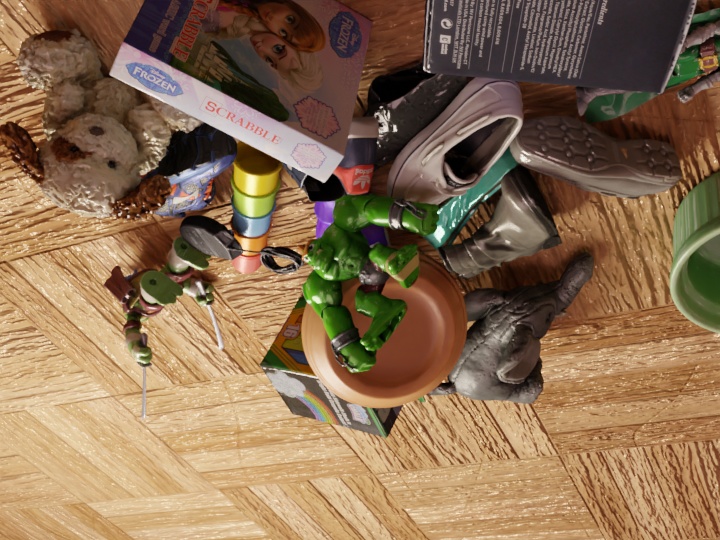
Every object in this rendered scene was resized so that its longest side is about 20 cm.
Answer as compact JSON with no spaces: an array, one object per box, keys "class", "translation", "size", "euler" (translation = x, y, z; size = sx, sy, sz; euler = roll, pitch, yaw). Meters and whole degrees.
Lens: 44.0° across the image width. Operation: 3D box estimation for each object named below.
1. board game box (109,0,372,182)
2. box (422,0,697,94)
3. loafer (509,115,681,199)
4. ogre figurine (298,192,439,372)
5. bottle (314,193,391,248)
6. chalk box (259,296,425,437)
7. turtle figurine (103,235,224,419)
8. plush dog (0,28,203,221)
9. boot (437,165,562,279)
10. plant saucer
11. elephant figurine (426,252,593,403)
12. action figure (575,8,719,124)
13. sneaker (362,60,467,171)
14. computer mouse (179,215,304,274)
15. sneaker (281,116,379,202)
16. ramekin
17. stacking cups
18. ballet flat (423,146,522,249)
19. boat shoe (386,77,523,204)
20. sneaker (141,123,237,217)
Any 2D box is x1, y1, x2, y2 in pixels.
[{"class":"board game box","translation":[-0.094,-0.199,0.788],"size":[0.199,0.200,0.041],"euler":[25,138,-18]},{"class":"box","translation":[0.158,-0.237,0.729],"size":[0.200,0.148,0.104],"euler":[7,140,4]},{"class":"loafer","translation":[0.233,-0.107,0.905],"size":[0.200,0.070,0.070],"euler":[10,152,-23]},{"class":"ogre figurine","translation":[0.000,0.000,0.951],"size":[0.120,0.098,0.200],"euler":[35,135,30]},{"class":"bottle","translation":[-0.011,-0.043,1.056],"size":[0.083,0.065,0.200],"euler":[-8,137,10]},{"class":"chalk box","translation":[-0.004,0.128,1.171],"size":[0.200,0.124,0.125],"euler":[8,142,30]},{"class":"turtle figurine","translation":[-0.237,0.055,1.152],"size":[0.144,0.200,0.194],"euler":[-16,163,-29]},{"class":"plush dog","translation":[-0.275,-0.130,0.928],"size":[0.200,0.172,0.161],"euler":[19,140,-11]},{"class":"boot","translation":[0.142,-0.036,0.957],"size":[0.130,0.068,0.200],"euler":[-25,161,11]},{"class":"plant saucer","translation":[0.032,0.072,1.043],"size":[0.200,0.037,0.201],"euler":[-3,106,-9]},{"class":"elephant figurine","translation":[0.183,0.070,1.101],"size":[0.141,0.155,0.200],"euler":[20,142,7]},{"class":"action figure","translation":[0.295,-0.195,0.823],"size":[0.200,0.055,0.118],"euler":[-11,140,23]},{"class":"sneaker","translation":[0.026,-0.159,0.920],"size":[0.199,0.060,0.104],"euler":[-15,137,19]},{"class":"computer mouse","translation":[-0.136,-0.034,1.031],"size":[0.200,0.034,0.059],"euler":[15,149,36]},{"class":"sneaker","translation":[-0.056,-0.114,0.910],"size":[0.075,0.085,0.200],"euler":[-7,-168,-33]},{"class":"ramekin","translation":[0.433,-0.025,0.957],"size":[0.200,0.098,0.200],"euler":[6,140,5]},{"class":"stacking cups","translation":[-0.128,-0.065,1.059],"size":[0.060,0.061,0.200],"euler":[12,140,-2]},{"class":"ballet flat","translation":[0.116,-0.098,0.970],"size":[0.070,0.067,0.200],"euler":[36,134,-4]},{"class":"boat shoe","translation":[0.094,-0.108,0.890],"size":[0.072,0.066,0.200],"euler":[20,136,-30]},{"class":"sneaker","translation":[-0.191,-0.111,1.014],"size":[0.078,0.075,0.200],"euler":[24,155,-32]}]
